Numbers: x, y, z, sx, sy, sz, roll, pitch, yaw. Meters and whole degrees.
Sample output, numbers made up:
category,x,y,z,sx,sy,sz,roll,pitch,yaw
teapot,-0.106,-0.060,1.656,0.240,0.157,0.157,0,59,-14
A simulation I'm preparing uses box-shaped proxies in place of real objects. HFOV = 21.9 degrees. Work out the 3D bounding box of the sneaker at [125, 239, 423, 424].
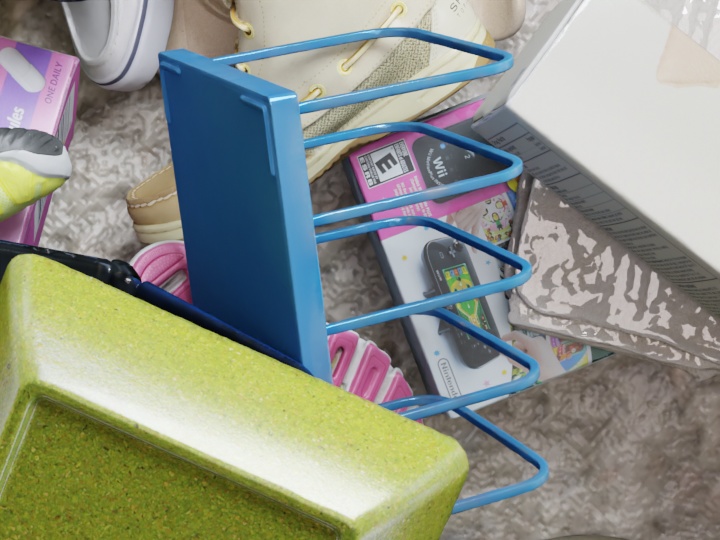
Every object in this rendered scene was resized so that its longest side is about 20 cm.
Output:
category,x,y,z,sx,sy,sz,roll,pitch,yaw
sneaker,-0.053,0.050,0.942,0.200,0.087,0.074,35,75,-26

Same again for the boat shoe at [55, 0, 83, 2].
category,x,y,z,sx,sy,sz,roll,pitch,yaw
boat shoe,-0.187,-0.153,0.885,0.200,0.075,0.093,35,132,31

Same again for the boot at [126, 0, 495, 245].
category,x,y,z,sx,sy,sz,roll,pitch,yaw
boot,-0.055,-0.116,0.890,0.199,0.073,0.156,-30,112,8

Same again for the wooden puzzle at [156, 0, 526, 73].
category,x,y,z,sx,sy,sz,roll,pitch,yaw
wooden puzzle,-0.023,-0.201,0.953,0.199,0.046,0.186,-6,91,1

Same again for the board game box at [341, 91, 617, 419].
category,x,y,z,sx,sy,sz,roll,pitch,yaw
board game box,0.107,-0.030,0.953,0.199,0.064,0.148,-22,92,-5

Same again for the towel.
category,x,y,z,sx,sy,sz,roll,pitch,yaw
towel,0.150,-0.054,0.909,0.132,0.034,0.201,15,89,-6

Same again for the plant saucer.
category,x,y,z,sx,sy,sz,roll,pitch,yaw
plant saucer,-0.085,0.124,0.728,0.199,0.048,0.200,24,104,1

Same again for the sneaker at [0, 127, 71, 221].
category,x,y,z,sx,sy,sz,roll,pitch,yaw
sneaker,-0.215,-0.004,0.797,0.199,0.075,0.077,-23,92,-12

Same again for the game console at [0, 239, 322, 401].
category,x,y,z,sx,sy,sz,roll,pitch,yaw
game console,-0.134,0.101,0.763,0.170,0.118,0.201,10,105,-27

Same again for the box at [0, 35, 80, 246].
category,x,y,z,sx,sy,sz,roll,pitch,yaw
box,-0.252,-0.034,0.881,0.199,0.097,0.177,16,68,-5

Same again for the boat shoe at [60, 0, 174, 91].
category,x,y,z,sx,sy,sz,roll,pitch,yaw
boat shoe,-0.140,-0.188,0.916,0.066,0.072,0.201,-7,96,-48

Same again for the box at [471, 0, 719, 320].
category,x,y,z,sx,sy,sz,roll,pitch,yaw
box,0.155,-0.040,0.846,0.200,0.095,0.078,38,85,-6

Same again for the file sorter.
category,x,y,z,sx,sy,sz,roll,pitch,yaw
file sorter,0.000,0.000,0.821,0.122,0.139,0.201,-14,109,-22

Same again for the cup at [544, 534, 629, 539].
category,x,y,z,sx,sy,sz,roll,pitch,yaw
cup,0.124,0.243,0.918,0.199,0.143,0.201,0,91,-4
